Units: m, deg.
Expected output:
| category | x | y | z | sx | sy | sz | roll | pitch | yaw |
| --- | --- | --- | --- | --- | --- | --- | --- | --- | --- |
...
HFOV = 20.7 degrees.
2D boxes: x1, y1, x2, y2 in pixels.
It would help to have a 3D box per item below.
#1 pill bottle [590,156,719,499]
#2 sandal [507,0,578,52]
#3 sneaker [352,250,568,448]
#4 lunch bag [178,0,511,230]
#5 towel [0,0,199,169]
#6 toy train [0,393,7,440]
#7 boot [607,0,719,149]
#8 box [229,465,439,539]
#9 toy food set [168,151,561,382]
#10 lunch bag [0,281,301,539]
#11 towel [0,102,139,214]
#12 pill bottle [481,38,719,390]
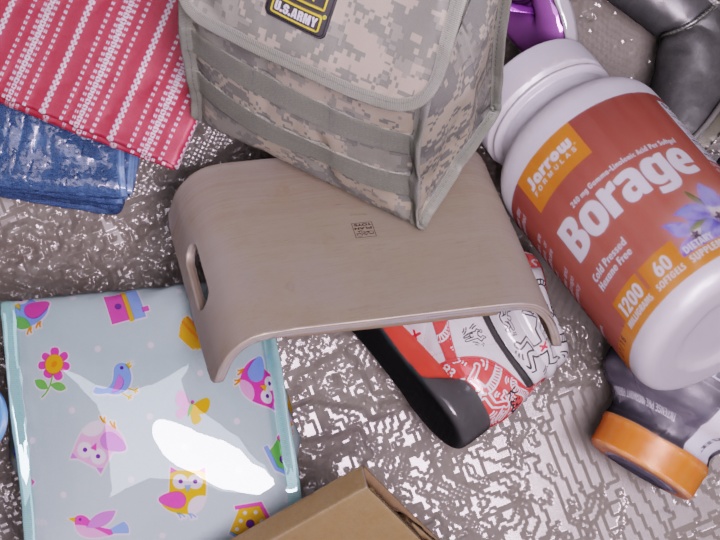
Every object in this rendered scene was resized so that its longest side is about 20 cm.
| category | x | y | z | sx | sy | sz | roll | pitch | yaw |
| --- | --- | --- | --- | --- | --- | --- | --- | --- | --- |
| pill bottle | 0.218 | 0.038 | 1.204 | 0.106 | 0.106 | 0.201 | 30 | 84 | -3 |
| sandal | 0.065 | -0.203 | 1.218 | 0.050 | 0.083 | 0.203 | -25 | 77 | -19 |
| sneaker | 0.041 | 0.001 | 1.213 | 0.108 | 0.067 | 0.202 | -34 | 82 | -21 |
| lunch bag | -0.009 | -0.139 | 1.058 | 0.163 | 0.200 | 0.118 | 26 | 62 | 16 |
| towel | -0.172 | -0.159 | 1.169 | 0.199 | 0.022 | 0.145 | 22 | 85 | 2 |
| toy train | -0.281 | 0.060 | 1.119 | 0.114 | 0.087 | 0.200 | -39 | 61 | 8 |
| boot | 0.161 | -0.173 | 1.228 | 0.200 | 0.073 | 0.182 | 40 | 69 | -10 |
| box | -0.040 | 0.202 | 1.127 | 0.199 | 0.021 | 0.164 | -30 | 132 | 13 |
| toy food set | 0.000 | 0.000 | 1.121 | 0.199 | 0.061 | 0.144 | -7 | 43 | -12 |
| lunch bag | -0.119 | 0.113 | 1.158 | 0.169 | 0.122 | 0.201 | -7 | 82 | -7 |
| towel | -0.181 | -0.140 | 1.204 | 0.111 | 0.049 | 0.201 | 7 | 86 | -5 |
| pill bottle | 0.151 | -0.038 | 1.137 | 0.112 | 0.112 | 0.200 | -32 | 59 | -7 |
